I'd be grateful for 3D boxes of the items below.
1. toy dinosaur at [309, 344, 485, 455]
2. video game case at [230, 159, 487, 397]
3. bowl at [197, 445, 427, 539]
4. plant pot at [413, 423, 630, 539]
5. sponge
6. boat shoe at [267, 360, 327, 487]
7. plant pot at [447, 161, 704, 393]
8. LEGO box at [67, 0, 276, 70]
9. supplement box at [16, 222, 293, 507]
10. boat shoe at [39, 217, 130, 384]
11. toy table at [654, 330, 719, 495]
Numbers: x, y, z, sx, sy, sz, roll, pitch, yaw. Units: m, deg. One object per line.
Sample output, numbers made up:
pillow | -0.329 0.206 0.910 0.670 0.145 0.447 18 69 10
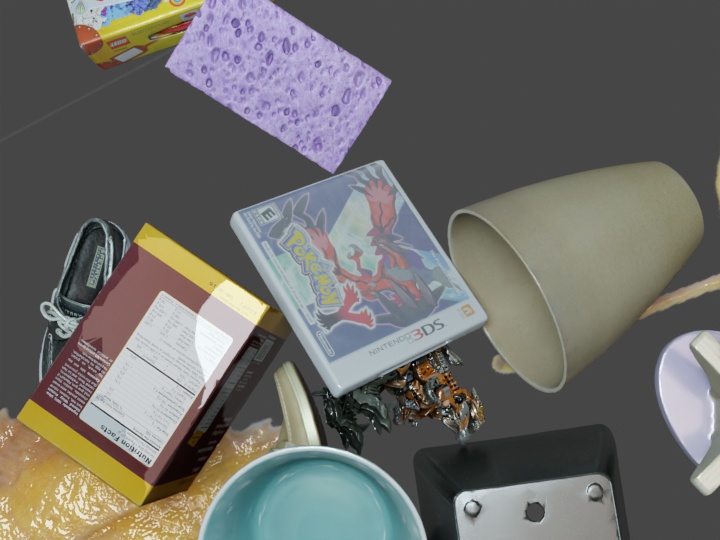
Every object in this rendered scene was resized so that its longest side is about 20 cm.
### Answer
toy dinosaur | 0.026 0.100 1.047 0.199 0.103 0.136 32 57 20
video game case | 0.000 0.000 1.025 0.181 0.023 0.201 -22 69 -30
bowl | -0.037 0.243 0.959 0.198 0.105 0.203 0 94 4
plant pot | 0.155 0.253 0.965 0.197 0.177 0.203 -8 83 3
sponge | -0.080 -0.195 1.071 0.199 0.030 0.112 32 100 -10
boat shoe | -0.061 0.190 1.042 0.064 0.072 0.202 -14 88 1
plant pot | 0.215 -0.016 1.007 0.199 0.187 0.189 -28 82 -14
LEGO box | -0.205 -0.317 1.111 0.198 0.077 0.150 -19 82 1
supplement box | -0.177 0.090 0.997 0.132 0.197 0.201 33 86 7
boat shoe | -0.279 0.047 1.074 0.073 0.068 0.201 18 85 6
toy table | 0.368 0.136 0.996 0.199 0.117 0.185 35 86 8
